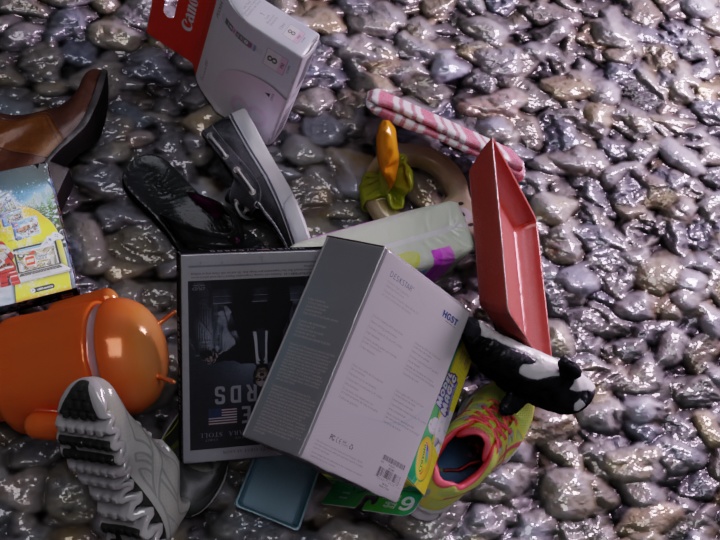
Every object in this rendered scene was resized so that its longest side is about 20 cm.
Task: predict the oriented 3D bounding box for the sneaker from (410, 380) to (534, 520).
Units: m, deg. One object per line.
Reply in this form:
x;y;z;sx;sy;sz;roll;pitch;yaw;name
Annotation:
0.126;0.177;1.166;0.078;0.090;0.200;41;59;7;sneaker

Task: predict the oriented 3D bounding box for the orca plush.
0.162;0.114;1.142;0.200;0.105;0.071;36;68;-45;orca plush

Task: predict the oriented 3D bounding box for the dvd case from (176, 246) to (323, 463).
-0.096;0.078;1.053;0.150;0.025;0.201;-3;101;-17;dvd case

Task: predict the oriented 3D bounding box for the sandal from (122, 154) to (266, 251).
-0.178;-0.054;1.212;0.200;0.048;0.075;39;61;5;sandal

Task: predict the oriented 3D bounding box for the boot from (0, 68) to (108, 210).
-0.387;-0.166;1.207;0.200;0.068;0.189;20;74;0;boot

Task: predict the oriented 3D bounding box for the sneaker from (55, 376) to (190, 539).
-0.207;0.168;0.994;0.075;0.200;0.081;8;37;31;sneaker

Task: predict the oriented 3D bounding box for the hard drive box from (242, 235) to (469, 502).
0.002;0.093;1.037;0.156;0.077;0.200;36;72;-46;hard drive box

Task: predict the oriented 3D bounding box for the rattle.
0.106;-0.096;1.269;0.200;0.143;0.130;27;46;4;rattle

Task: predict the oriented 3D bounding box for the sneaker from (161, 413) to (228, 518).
-0.150;0.143;1.105;0.074;0.085;0.200;20;61;-5;sneaker

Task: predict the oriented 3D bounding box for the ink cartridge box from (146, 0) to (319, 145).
-0.156;-0.250;1.249;0.200;0.163;0.057;29;56;-1;ink cartridge box

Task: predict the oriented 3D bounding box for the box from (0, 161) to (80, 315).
-0.393;-0.018;1.109;0.200;0.038;0.137;-14;78;-12;box

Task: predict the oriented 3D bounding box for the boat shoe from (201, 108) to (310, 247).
-0.115;-0.085;1.234;0.068;0.072;0.200;-27;74;-7;boat shoe

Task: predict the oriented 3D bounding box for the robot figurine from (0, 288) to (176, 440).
-0.268;0.091;1.057;0.199;0.144;0.117;-12;102;8;robot figurine

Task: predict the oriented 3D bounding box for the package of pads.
0.000;0.000;1.178;0.200;0.155;0.068;-15;78;-23;package of pads

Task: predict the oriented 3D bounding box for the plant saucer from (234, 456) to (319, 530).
-0.065;0.165;1.158;0.070;0.019;0.200;23;62;-5;plant saucer

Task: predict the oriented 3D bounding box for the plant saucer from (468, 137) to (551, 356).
0.159;-0.008;1.198;0.037;0.200;0.200;-10;63;19;plant saucer

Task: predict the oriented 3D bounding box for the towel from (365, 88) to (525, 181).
0.096;-0.158;1.303;0.200;0.146;0.030;24;101;-2;towel

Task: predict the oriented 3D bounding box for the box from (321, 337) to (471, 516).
0.031;0.149;1.141;0.048;0.117;0.200;49;51;-41;box
